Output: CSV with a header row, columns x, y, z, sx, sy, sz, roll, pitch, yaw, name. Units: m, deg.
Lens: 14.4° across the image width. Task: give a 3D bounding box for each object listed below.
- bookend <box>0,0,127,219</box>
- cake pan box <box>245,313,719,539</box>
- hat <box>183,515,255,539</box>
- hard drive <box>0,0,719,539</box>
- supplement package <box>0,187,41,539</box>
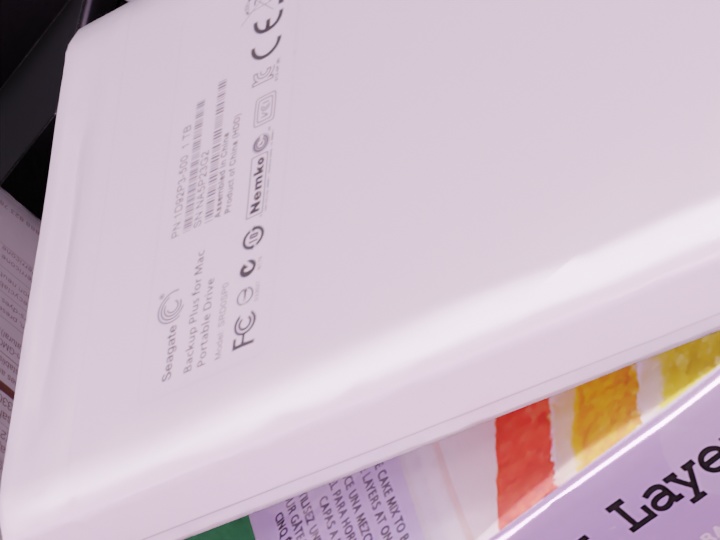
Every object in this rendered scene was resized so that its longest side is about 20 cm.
x,y,z,sx,sy,sz,roll,pitch,yaw,name
-0.114,-0.089,1.043,0.092,0.199,0.199,-46,23,34,bookend
0.048,-0.029,0.568,0.184,0.052,0.201,-36,40,16,cake pan box
0.035,0.144,0.613,0.198,0.177,0.166,-7,43,16,hat
0.018,-0.030,0.537,0.199,0.026,0.133,-23,46,31,hard drive
-0.153,0.064,0.789,0.117,0.117,0.201,-35,28,27,supplement package
